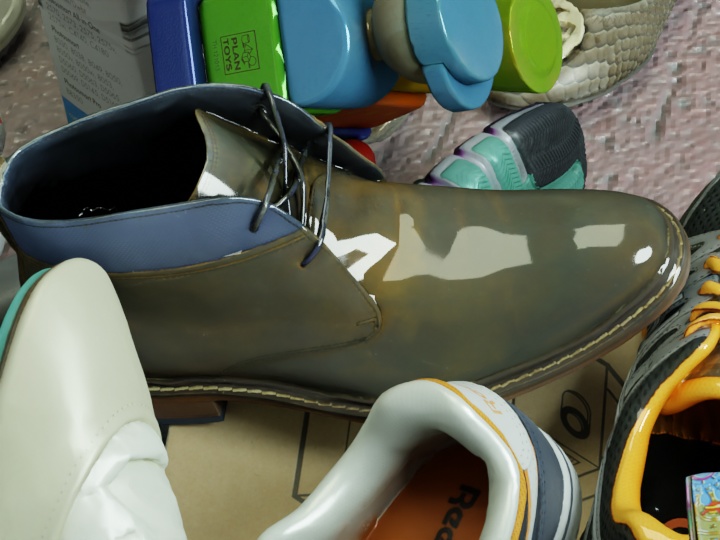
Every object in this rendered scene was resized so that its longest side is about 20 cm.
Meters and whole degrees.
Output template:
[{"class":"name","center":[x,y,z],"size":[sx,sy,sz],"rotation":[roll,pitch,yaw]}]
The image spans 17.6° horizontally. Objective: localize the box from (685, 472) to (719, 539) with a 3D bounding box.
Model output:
[{"class":"box","center":[0.175,0.147,0.518],"size":[0.192,0.200,0.122],"rotation":[-5,42,6]}]

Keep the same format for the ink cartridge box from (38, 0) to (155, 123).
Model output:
[{"class":"ink cartridge box","center":[-0.061,-0.128,0.874],"size":[0.116,0.200,0.067],"rotation":[-33,47,-25]}]

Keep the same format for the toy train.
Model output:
[{"class":"toy train","center":[0.022,-0.076,0.827],"size":[0.115,0.085,0.200],"rotation":[-7,-1,29]}]

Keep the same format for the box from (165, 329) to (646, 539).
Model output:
[{"class":"box","center":[0.038,0.065,0.716],"size":[0.199,0.021,0.164],"rotation":[6,59,3]}]

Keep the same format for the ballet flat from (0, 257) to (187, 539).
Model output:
[{"class":"ballet flat","center":[-0.080,0.099,0.649],"size":[0.069,0.201,0.069],"rotation":[13,10,-2]}]

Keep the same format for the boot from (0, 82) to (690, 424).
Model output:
[{"class":"boot","center":[-0.010,-0.007,0.671],"size":[0.199,0.097,0.075],"rotation":[-10,55,13]}]

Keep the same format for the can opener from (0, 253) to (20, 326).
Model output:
[{"class":"can opener","center":[-0.143,0.026,0.804],"size":[0.199,0.053,0.067],"rotation":[-27,30,0]}]

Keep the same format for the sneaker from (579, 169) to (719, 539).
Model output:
[{"class":"sneaker","center":[0.114,0.033,0.680],"size":[0.078,0.077,0.200],"rotation":[15,57,9]}]

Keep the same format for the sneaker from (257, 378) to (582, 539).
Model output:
[{"class":"sneaker","center":[-0.003,0.122,0.620],"size":[0.078,0.079,0.201],"rotation":[8,71,28]}]

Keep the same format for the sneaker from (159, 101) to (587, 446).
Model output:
[{"class":"sneaker","center":[0.000,0.000,0.818],"size":[0.087,0.075,0.200],"rotation":[17,48,34]}]

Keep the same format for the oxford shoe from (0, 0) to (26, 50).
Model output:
[{"class":"oxford shoe","center":[-0.236,-0.093,0.978],"size":[0.199,0.058,0.075],"rotation":[-20,39,-14]}]

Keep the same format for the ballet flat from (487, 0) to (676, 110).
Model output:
[{"class":"ballet flat","center":[0.116,-0.131,0.961],"size":[0.067,0.046,0.200],"rotation":[25,52,34]}]

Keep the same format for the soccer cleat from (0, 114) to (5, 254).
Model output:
[{"class":"soccer cleat","center":[-0.165,-0.044,0.878],"size":[0.085,0.069,0.200],"rotation":[-11,17,-30]}]
